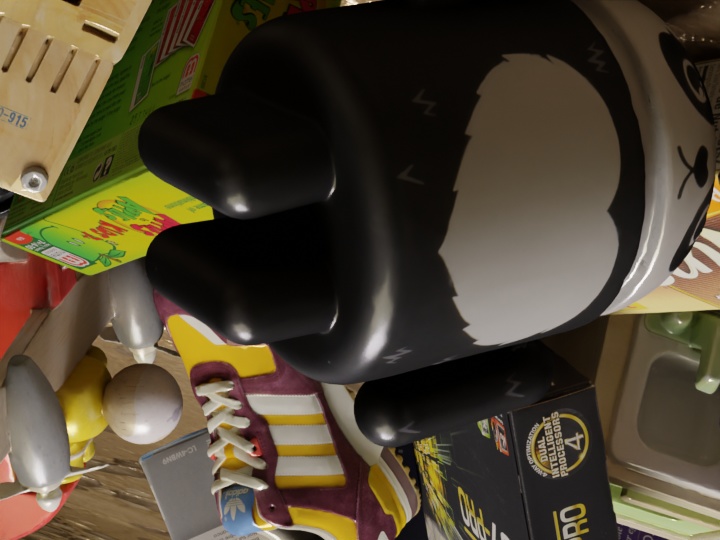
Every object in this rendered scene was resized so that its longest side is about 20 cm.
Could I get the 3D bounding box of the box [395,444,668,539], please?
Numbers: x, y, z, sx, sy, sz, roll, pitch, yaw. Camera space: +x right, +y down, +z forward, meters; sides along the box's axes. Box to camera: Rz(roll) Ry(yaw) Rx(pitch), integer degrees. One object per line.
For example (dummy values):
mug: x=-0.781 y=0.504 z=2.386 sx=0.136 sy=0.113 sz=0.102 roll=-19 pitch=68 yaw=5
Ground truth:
box: x=0.091 y=0.130 z=1.163 sx=0.198 sy=0.150 sz=0.104 roll=15 pitch=164 yaw=0

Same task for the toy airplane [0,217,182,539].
toy airplane: x=-0.161 y=0.044 z=1.043 sx=0.140 sy=0.202 sz=0.199 roll=20 pitch=160 yaw=4

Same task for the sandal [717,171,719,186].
sandal: x=0.211 y=-0.033 z=0.603 sx=0.198 sy=0.080 sz=0.055 roll=-10 pitch=108 yaw=38

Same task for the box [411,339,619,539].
box: x=0.072 y=0.104 z=0.937 sx=0.049 sy=0.163 sz=0.200 roll=-16 pitch=-161 yaw=-12

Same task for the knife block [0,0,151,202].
knife block: x=-0.133 y=-0.118 z=0.746 sx=0.063 sy=0.176 sz=0.201 roll=21 pitch=118 yaw=-22

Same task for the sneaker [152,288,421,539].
sneaker: x=-0.051 y=0.087 z=0.991 sx=0.200 sy=0.090 sz=0.075 roll=50 pitch=149 yaw=-16

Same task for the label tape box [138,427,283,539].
label tape box: x=-0.053 y=0.188 z=1.099 sx=0.065 sy=0.202 sz=0.143 roll=-21 pitch=175 yaw=4

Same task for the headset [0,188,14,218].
headset: x=-0.213 y=-0.060 z=0.921 sx=0.199 sy=0.095 sz=0.123 roll=9 pitch=163 yaw=42

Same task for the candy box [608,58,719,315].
candy box: x=0.120 y=-0.029 z=0.781 sx=0.115 sy=0.056 sz=0.199 roll=28 pitch=160 yaw=-33

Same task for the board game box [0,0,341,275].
board game box: x=-0.081 y=-0.065 z=0.768 sx=0.047 sy=0.103 sz=0.199 roll=23 pitch=162 yaw=-24

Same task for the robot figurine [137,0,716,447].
robot figurine: x=0.028 y=-0.032 z=0.636 sx=0.198 sy=0.126 sz=0.151 roll=-12 pitch=151 yaw=-30

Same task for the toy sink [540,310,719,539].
toy sink: x=0.166 y=0.071 z=0.965 sx=0.129 sy=0.113 sz=0.200 roll=18 pitch=164 yaw=-9
